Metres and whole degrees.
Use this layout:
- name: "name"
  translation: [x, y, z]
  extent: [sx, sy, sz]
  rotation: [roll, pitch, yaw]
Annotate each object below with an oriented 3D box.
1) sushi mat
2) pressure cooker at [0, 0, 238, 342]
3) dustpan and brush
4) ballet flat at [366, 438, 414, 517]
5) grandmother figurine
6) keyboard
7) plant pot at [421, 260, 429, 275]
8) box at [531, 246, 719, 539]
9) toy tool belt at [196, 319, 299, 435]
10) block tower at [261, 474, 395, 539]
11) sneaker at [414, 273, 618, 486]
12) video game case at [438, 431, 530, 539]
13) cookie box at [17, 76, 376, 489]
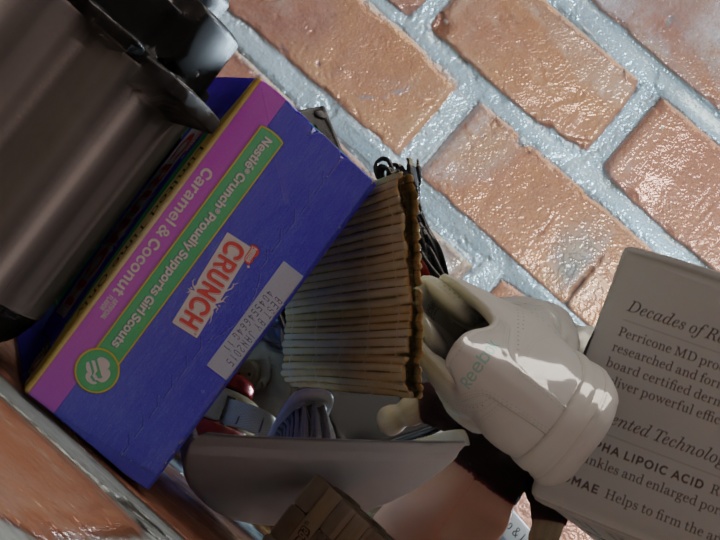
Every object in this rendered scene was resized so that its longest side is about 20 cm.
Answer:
- name: "sushi mat"
  translation: [-0.008, 0.011, 0.783]
  extent: [0.012, 0.097, 0.200]
  rotation: [0, -3, -17]
- name: "pressure cooker"
  translation: [-0.155, -0.092, 0.700]
  extent: [0.175, 0.201, 0.179]
  rotation: [38, -2, -17]
- name: "dustpan and brush"
  translation: [-0.041, 0.100, 0.836]
  extent: [0.138, 0.058, 0.200]
  rotation: [4, -30, -17]
- name: "ballet flat"
  translation: [0.057, 0.177, 0.919]
  extent: [0.062, 0.067, 0.201]
  rotation: [-36, -90, 42]
- name: "grandmother figurine"
  translation: [0.060, 0.107, 0.859]
  extent: [0.121, 0.200, 0.061]
  rotation: [41, -3, 8]
- name: "keyboard"
  translation: [0.000, 0.000, 0.926]
  extent: [0.021, 0.126, 0.202]
  rotation: [-38, -111, 56]
- name: "plant pot"
  translation: [-0.099, 0.014, 1.242]
  extent: [0.200, 0.201, 0.176]
  rotation: [42, -14, -21]
- name: "box"
  translation: [0.213, 0.103, 0.812]
  extent: [0.198, 0.132, 0.199]
  rotation: [19, -10, 23]
- name: "toy tool belt"
  translation: [-0.041, 0.072, 0.992]
  extent: [0.124, 0.124, 0.200]
  rotation: [7, -21, 27]
- name: "block tower"
  translation: [0.031, 0.169, 0.715]
  extent: [0.200, 0.054, 0.058]
  rotation: [38, -5, 37]
- name: "sneaker"
  translation: [0.053, 0.032, 0.756]
  extent: [0.088, 0.076, 0.200]
  rotation: [35, 0, -11]
- name: "video game case"
  translation: [0.059, 0.184, 1.119]
  extent: [0.182, 0.024, 0.200]
  rotation: [49, -25, -3]
- name: "cookie box"
  translation: [-0.088, -0.006, 0.790]
  extent: [0.075, 0.172, 0.200]
  rotation: [38, -3, -15]
